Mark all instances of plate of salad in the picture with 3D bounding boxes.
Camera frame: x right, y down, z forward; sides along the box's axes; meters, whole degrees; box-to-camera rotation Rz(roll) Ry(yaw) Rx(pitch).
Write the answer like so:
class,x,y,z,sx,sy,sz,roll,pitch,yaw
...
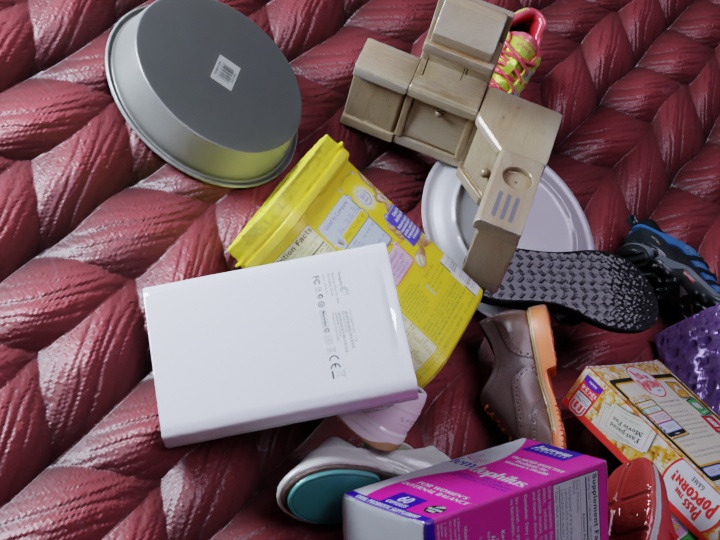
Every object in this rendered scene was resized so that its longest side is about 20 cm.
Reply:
class,x,y,z,sx,sy,sz,roll,pitch,yaw
plate of salad,0.142,-0.033,1.536,0.198,0.048,0.203,12,61,-23

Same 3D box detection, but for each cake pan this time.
class,x,y,z,sx,sy,sz,roll,pitch,yaw
cake pan,-0.133,-0.168,1.417,0.198,0.037,0.202,22,47,-26

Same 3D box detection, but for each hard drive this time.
class,x,y,z,sx,sy,sz,roll,pitch,yaw
hard drive,-0.064,0.056,1.229,0.197,0.026,0.133,-11,61,-3

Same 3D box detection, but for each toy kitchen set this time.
class,x,y,z,sx,sy,sz,roll,pitch,yaw
toy kitchen set,0.076,-0.129,1.426,0.198,0.164,0.181,21,47,3

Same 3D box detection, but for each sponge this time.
class,x,y,z,sx,sy,sz,roll,pitch,yaw
sponge,0.366,0.131,1.549,0.030,0.111,0.202,26,43,-47

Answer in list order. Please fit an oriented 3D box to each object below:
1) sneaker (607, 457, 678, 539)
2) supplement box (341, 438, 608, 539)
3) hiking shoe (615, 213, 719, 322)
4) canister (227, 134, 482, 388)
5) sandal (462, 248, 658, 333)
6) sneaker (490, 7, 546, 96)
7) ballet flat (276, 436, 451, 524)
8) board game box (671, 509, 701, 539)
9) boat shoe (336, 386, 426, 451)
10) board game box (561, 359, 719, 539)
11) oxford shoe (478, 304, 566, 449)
class,x,y,z,sx,sy,sz,roll,pitch,yaw
sneaker,0.248,0.264,1.302,0.115,0.078,0.202,31,54,-28
supplement box,0.094,0.209,1.234,0.198,0.101,0.105,-10,102,-38
hiking shoe,0.357,0.020,1.654,0.199,0.074,0.087,40,43,-9
canister,0.000,0.000,1.366,0.200,0.086,0.149,43,42,-7
sandal,0.186,0.017,1.487,0.197,0.045,0.076,10,66,-12
sneaker,0.144,-0.209,1.638,0.078,0.090,0.201,36,44,-14
ballet flat,0.002,0.165,1.268,0.198,0.069,0.070,8,54,-41
board game box,0.307,0.246,1.400,0.199,0.041,0.153,39,22,13
boat shoe,-0.027,0.058,1.280,0.199,0.070,0.071,40,14,12
board game box,0.297,0.165,1.436,0.200,0.047,0.151,46,25,28
oxford shoe,0.146,0.133,1.415,0.072,0.071,0.203,-7,68,5
